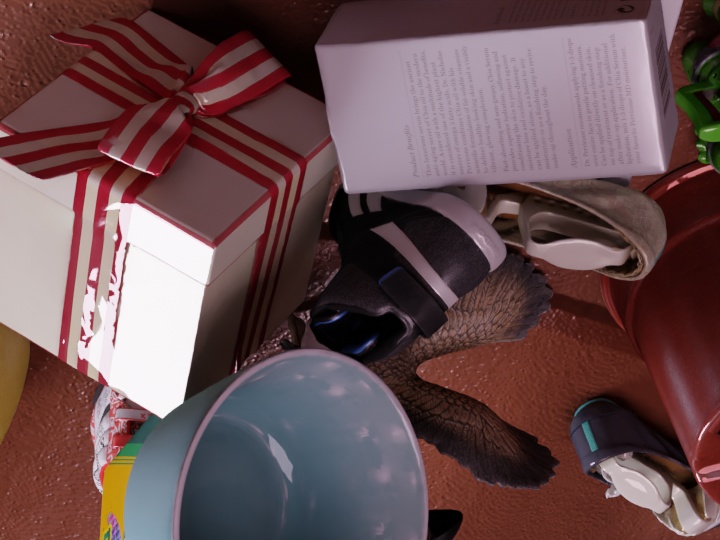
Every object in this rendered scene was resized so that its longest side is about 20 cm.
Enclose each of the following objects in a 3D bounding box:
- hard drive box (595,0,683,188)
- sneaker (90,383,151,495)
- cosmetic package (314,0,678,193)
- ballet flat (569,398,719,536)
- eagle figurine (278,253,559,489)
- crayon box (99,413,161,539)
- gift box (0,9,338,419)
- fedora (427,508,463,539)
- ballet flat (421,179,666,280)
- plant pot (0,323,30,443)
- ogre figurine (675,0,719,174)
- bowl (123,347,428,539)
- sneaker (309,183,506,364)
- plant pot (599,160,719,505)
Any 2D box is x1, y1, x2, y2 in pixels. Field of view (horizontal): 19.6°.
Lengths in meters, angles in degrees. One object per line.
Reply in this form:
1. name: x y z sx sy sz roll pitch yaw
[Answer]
1. hard drive box: 0.112 -0.133 1.327 0.155 0.077 0.201 13 132 4
2. sneaker: -0.145 0.077 1.485 0.067 0.108 0.202 11 129 -18
3. cosmetic package: 0.083 -0.110 1.245 0.199 0.071 0.102 -3 119 17
4. ballet flat: 0.241 0.172 1.653 0.200 0.073 0.073 33 120 -31
5. eagle figurine: 0.044 0.072 1.503 0.199 0.151 0.152 0 122 6
6. crayon box: -0.126 0.195 1.372 0.058 0.201 0.119 17 140 -24
7. gift box: -0.137 -0.045 1.307 0.199 0.185 0.187 26 132 11
8. fedora: -0.030 0.164 1.412 0.200 0.201 0.092 -21 93 10
9. ballet flat: 0.096 -0.041 1.318 0.199 0.063 0.068 13 134 5
10. plant pot: -0.331 0.101 1.457 0.199 0.142 0.201 -5 132 -5
11. ogre figurine: 0.250 -0.124 1.358 0.098 0.120 0.201 11 130 -16
12. bowl: -0.064 0.147 1.263 0.105 0.202 0.201 -2 147 48
13. sneaker: 0.000 0.000 1.301 0.112 0.200 0.073 -45 109 -14
14. plant pot: 0.286 0.054 1.470 0.200 0.196 0.201 -4 132 -5
